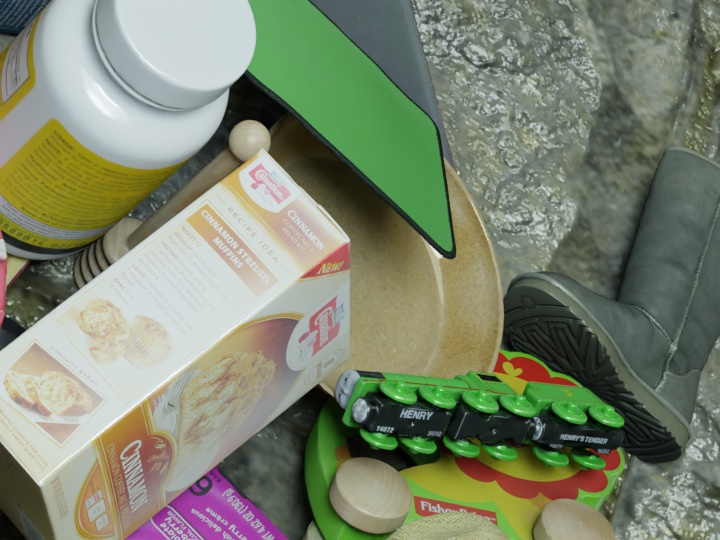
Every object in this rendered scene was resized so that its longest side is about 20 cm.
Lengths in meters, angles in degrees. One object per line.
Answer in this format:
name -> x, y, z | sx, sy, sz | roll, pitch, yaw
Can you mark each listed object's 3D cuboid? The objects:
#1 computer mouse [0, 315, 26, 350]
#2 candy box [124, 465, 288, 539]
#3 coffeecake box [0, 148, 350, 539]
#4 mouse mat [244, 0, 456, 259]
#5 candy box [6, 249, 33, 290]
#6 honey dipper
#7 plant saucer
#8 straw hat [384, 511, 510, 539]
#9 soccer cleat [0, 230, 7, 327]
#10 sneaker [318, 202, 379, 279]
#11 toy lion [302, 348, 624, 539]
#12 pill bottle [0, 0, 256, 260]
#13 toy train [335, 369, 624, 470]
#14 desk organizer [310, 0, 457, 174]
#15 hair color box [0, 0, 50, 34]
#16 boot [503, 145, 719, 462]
computer mouse -> -0.259, 0.038, 1.560 | 0.199, 0.059, 0.034 | 16, 29, -24
candy box -> -0.113, 0.206, 1.556 | 0.136, 0.061, 0.200 | 45, 52, 6
coffeecake box -> -0.101, 0.052, 1.492 | 0.200, 0.154, 0.073 | -39, 71, -16
mouse mat -> -0.016, -0.105, 1.644 | 0.200, 0.008, 0.161 | 41, 22, -25
candy box -> -0.257, -0.074, 1.619 | 0.200, 0.055, 0.116 | 43, 53, -8
honey dipper -> -0.101, -0.035, 1.605 | 0.038, 0.200, 0.038 | 15, 59, -26
plant saucer -> 0.000, 0.000, 1.680 | 0.200, 0.035, 0.201 | 21, 57, -36
straw hat -> 0.053, 0.179, 1.578 | 0.200, 0.201, 0.085 | 8, 46, -29
soccer cleat -> -0.240, -0.041, 1.547 | 0.066, 0.076, 0.201 | -18, 95, -31
sneaker -> -0.079, -0.005, 1.688 | 0.200, 0.075, 0.085 | -22, 81, -47
toy lion -> 0.062, 0.110, 1.702 | 0.199, 0.069, 0.192 | 12, 38, -17
pill bottle -> -0.137, -0.091, 1.539 | 0.111, 0.200, 0.112 | 14, 62, -27
toy train -> 0.067, 0.080, 1.642 | 0.199, 0.042, 0.056 | 9, 22, -39
desk organizer -> -0.003, -0.137, 1.772 | 0.071, 0.077, 0.201 | -17, 105, -6
hair color box -> -0.159, -0.190, 1.734 | 0.199, 0.061, 0.101 | 6, 63, -29
boot -> 0.179, -0.002, 1.836 | 0.182, 0.072, 0.201 | 48, 54, -33
